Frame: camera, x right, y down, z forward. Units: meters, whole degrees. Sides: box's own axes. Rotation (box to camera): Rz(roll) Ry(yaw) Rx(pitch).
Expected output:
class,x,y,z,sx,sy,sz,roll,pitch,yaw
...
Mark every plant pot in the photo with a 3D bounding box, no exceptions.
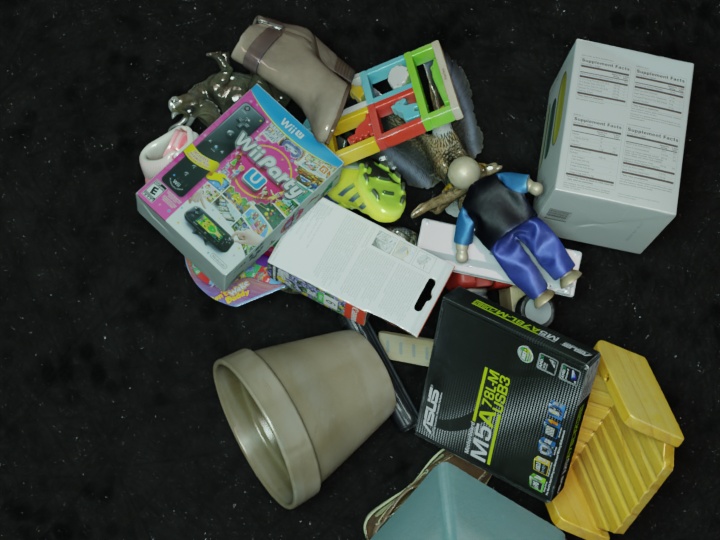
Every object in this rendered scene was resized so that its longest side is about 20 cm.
class,x,y,z,sx,sy,sz,roll,pitch,yaw
plant pot,-0.059,0.160,1.542,0.173,0.200,0.201,-28,88,-20
plant pot,0.118,0.386,1.465,0.195,0.200,0.197,33,113,-15

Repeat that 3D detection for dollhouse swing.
class,x,y,z,sx,sy,sz,roll,pitch,yaw
dollhouse swing,0.238,0.197,1.507,0.175,0.182,0.201,9,130,-23

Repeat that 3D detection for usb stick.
class,x,y,z,sx,sy,sz,roll,pitch,yaw
usb stick,0.018,0.113,1.600,0.032,0.055,0.201,-28,86,-13

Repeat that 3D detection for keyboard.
class,x,y,z,sx,sy,sz,roll,pitch,yaw
keyboard,0.167,-0.016,1.542,0.199,0.011,0.057,12,81,0

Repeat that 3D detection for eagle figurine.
class,x,y,z,sx,sy,sz,roll,pitch,yaw
eagle figurine,0.094,-0.171,1.604,0.151,0.151,0.200,-2,46,-40

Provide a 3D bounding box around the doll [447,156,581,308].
class,x,y,z,sx,sy,sz,roll,pitch,yaw
doll,0.170,-0.050,1.509,0.136,0.048,0.200,-38,87,17

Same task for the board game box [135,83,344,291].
class,x,y,z,sx,sy,sz,roll,pitch,yaw
board game box,-0.140,-0.098,1.483,0.147,0.064,0.200,42,70,9

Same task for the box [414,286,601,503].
class,x,y,z,sx,sy,sz,roll,pitch,yaw
box,0.167,0.145,1.483,0.192,0.047,0.201,25,122,24

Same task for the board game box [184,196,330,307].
class,x,y,z,sx,sy,sz,roll,pitch,yaw
board game box,-0.127,-0.049,1.577,0.199,0.039,0.159,-22,59,-2

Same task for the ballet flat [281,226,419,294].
class,x,y,z,sx,sy,sz,roll,pitch,yaw
ballet flat,-0.015,-0.016,1.602,0.199,0.072,0.073,-12,87,-3

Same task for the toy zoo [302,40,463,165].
class,x,y,z,sx,sy,sz,roll,pitch,yaw
toy zoo,0.018,-0.198,1.549,0.199,0.020,0.132,-22,47,10

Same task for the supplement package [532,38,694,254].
class,x,y,z,sx,sy,sz,roll,pitch,yaw
supplement package,0.307,-0.149,1.564,0.150,0.152,0.201,12,72,-1

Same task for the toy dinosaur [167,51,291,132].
class,x,y,z,sx,sy,sz,roll,pitch,yaw
toy dinosaur,-0.147,-0.228,1.618,0.199,0.077,0.103,-2,98,-8

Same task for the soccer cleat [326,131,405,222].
class,x,y,z,sx,sy,sz,roll,pitch,yaw
soccer cleat,-0.003,-0.101,1.560,0.064,0.200,0.084,7,118,-31

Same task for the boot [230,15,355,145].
class,x,y,z,sx,sy,sz,roll,pitch,yaw
boot,-0.084,-0.231,1.506,0.146,0.200,0.070,26,120,-9

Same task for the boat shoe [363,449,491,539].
class,x,y,z,sx,sy,sz,roll,pitch,yaw
boat shoe,0.094,0.283,1.584,0.202,0.075,0.075,-41,89,-4

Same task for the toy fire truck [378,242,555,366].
class,x,y,z,sx,sy,sz,roll,pitch,yaw
toy fire truck,0.128,0.054,1.590,0.199,0.129,0.177,-5,86,-13

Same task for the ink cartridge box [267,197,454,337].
class,x,y,z,sx,sy,sz,roll,pitch,yaw
ink cartridge box,0.000,0.000,1.513,0.199,0.050,0.109,27,67,8

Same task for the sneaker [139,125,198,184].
class,x,y,z,sx,sy,sz,roll,pitch,yaw
sneaker,-0.181,-0.124,1.552,0.199,0.105,0.076,-1,44,21
